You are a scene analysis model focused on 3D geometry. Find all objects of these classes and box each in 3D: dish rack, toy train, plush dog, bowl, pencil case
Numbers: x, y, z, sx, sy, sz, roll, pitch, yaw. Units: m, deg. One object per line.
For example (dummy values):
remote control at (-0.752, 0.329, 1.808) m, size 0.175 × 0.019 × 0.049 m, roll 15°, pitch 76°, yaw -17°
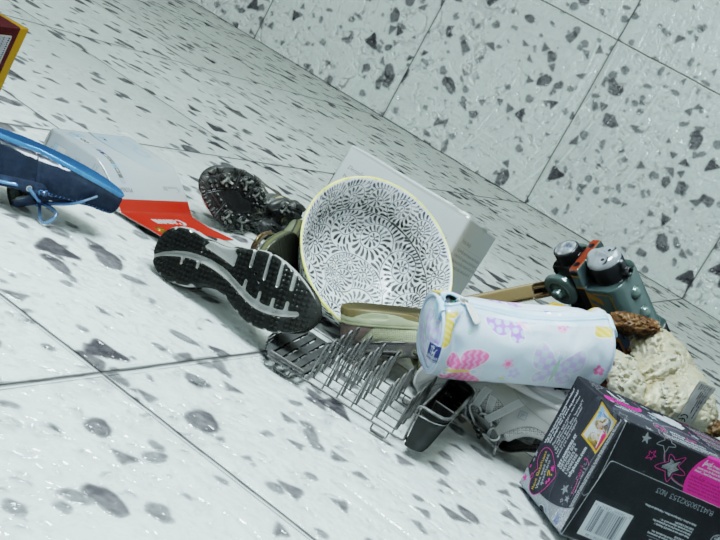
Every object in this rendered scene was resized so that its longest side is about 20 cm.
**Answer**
dish rack at (0.006, 0.103, 1.240) m, size 0.200 × 0.055 × 0.153 m, roll 31°, pitch 12°, yaw 10°
toy train at (0.299, 0.047, 1.487) m, size 0.114 × 0.085 × 0.200 m, roll 6°, pitch -46°, yaw 47°
plush dog at (0.334, 0.133, 1.377) m, size 0.172 × 0.160 × 0.200 m, roll -86°, pitch 160°, yaw -57°
bowl at (0.000, 0.000, 1.463) m, size 0.200 × 0.094 × 0.201 m, roll 12°, pitch 63°, yaw -25°
pencil case at (0.156, 0.069, 1.262) m, size 0.200 × 0.091 × 0.083 m, roll 8°, pitch 25°, yaw -16°

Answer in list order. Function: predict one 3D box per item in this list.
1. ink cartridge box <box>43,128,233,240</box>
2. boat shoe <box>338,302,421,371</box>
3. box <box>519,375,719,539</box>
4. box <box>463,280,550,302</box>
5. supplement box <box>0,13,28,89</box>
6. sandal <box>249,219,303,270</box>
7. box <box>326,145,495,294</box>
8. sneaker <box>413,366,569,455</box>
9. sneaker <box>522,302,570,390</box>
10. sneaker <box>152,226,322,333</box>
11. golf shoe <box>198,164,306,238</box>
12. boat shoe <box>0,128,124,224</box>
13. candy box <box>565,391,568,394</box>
ink cartridge box at (-0.255, -0.100, 1.481) m, size 0.200 × 0.047 × 0.160 m, roll 31°, pitch 12°, yaw 19°
boat shoe at (0.069, 0.078, 1.375) m, size 0.201 × 0.066 × 0.072 m, roll 9°, pitch 8°, yaw -19°
box at (0.281, 0.212, 1.227) m, size 0.200 × 0.132 × 0.115 m, roll 24°, pitch 10°, yaw -20°
box at (0.137, 0.041, 1.549) m, size 0.200 × 0.021 × 0.163 m, roll -12°, pitch -2°, yaw 20°
supplement box at (-0.506, -0.251, 1.336) m, size 0.197 × 0.133 × 0.200 m, roll 30°, pitch 13°, yaw 8°
sandal at (-0.099, -0.013, 1.461) m, size 0.057 × 0.080 × 0.201 m, roll 2°, pitch 9°, yaw 6°
box at (0.059, -0.055, 1.724) m, size 0.200 × 0.131 × 0.199 m, roll 33°, pitch 3°, yaw 16°
sneaker at (0.141, 0.149, 1.308) m, size 0.200 × 0.082 × 0.075 m, roll 15°, pitch -25°, yaw 25°
sneaker at (0.224, 0.072, 1.447) m, size 0.078 × 0.082 × 0.200 m, roll 3°, pitch 14°, yaw -14°
sneaker at (-0.114, 0.008, 1.274) m, size 0.200 × 0.074 × 0.080 m, roll 26°, pitch 4°, yaw 29°
golf shoe at (-0.160, -0.094, 1.618) m, size 0.094 × 0.078 × 0.200 m, roll 33°, pitch 1°, yaw 33°
boat shoe at (-0.338, -0.096, 1.254) m, size 0.200 × 0.069 × 0.084 m, roll 24°, pitch 5°, yaw -25°
candy box at (0.283, 0.162, 1.550) m, size 0.200 × 0.077 × 0.169 m, roll 26°, pitch 14°, yaw -16°
